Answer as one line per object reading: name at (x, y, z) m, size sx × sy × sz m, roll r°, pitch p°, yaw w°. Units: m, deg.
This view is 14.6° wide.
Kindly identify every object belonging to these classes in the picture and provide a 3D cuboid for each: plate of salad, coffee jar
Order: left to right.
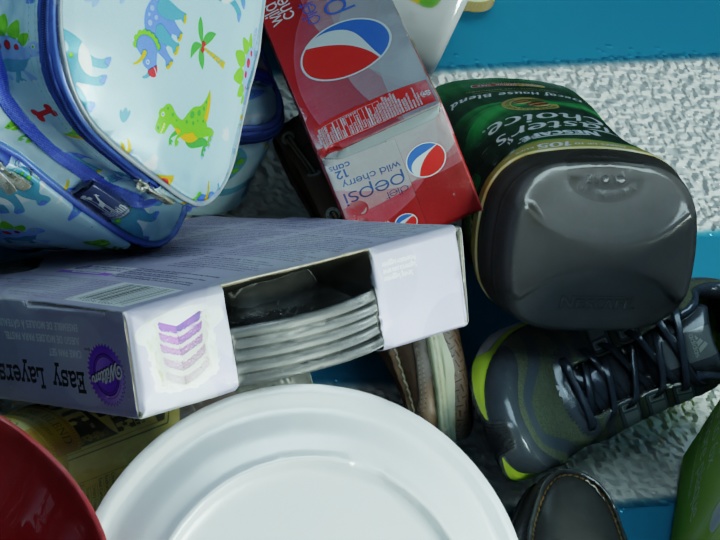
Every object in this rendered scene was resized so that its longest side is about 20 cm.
plate of salad at (-0.025, 0.147, 1.160) m, size 0.200 × 0.048 × 0.200 m, roll 1°, pitch 86°, yaw -17°
coffee jar at (0.091, -0.034, 1.375) m, size 0.104 × 0.085 × 0.200 m, roll 1°, pitch 16°, yaw -14°

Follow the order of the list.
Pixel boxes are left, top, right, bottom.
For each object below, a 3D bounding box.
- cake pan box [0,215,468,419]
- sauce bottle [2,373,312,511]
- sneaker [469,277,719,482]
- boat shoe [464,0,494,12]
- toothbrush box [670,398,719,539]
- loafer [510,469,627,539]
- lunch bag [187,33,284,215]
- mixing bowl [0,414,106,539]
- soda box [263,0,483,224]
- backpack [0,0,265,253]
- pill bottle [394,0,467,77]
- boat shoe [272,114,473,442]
cake pan box at (-0.079, 0.015, 1.232) m, size 0.184 × 0.052 × 0.200 m, roll -17°, pitch 13°, yaw -39°
sauce bottle at (-0.106, 0.077, 1.234) m, size 0.200 × 0.066 × 0.066 m, roll -22°, pitch 60°, yaw -43°
sneaker at (0.127, 0.042, 1.358) m, size 0.200 × 0.081 × 0.074 m, roll -29°, pitch 98°, yaw -47°
boat shoe at (0.049, -0.238, 1.645) m, size 0.074 × 0.066 × 0.200 m, roll 3°, pitch 46°, yaw -26°
toothbrush box at (0.218, 0.085, 1.293) m, size 0.086 × 0.200 × 0.146 m, roll 23°, pitch 41°, yaw -6°
loafer at (0.105, 0.159, 1.252) m, size 0.073 × 0.072 × 0.200 m, roll 12°, pitch 42°, yaw -15°
lunch bag at (-0.144, -0.101, 1.388) m, size 0.200 × 0.082 × 0.161 m, roll 1°, pitch 49°, yaw -26°
mixing bowl at (-0.203, 0.137, 1.073) m, size 0.200 × 0.108 × 0.200 m, roll 14°, pitch 36°, yaw -11°
soda box at (-0.004, -0.095, 1.352) m, size 0.063 × 0.070 × 0.200 m, roll -22°, pitch 39°, yaw 1°
backpack at (-0.140, -0.116, 1.204) m, size 0.200 × 0.147 × 0.183 m, roll 30°, pitch 64°, yaw -46°
pill bottle at (-0.034, -0.184, 1.509) m, size 0.200 × 0.111 × 0.111 m, roll 26°, pitch 40°, yaw -1°
boat shoe at (0.001, 0.003, 1.377) m, size 0.075 × 0.075 × 0.202 m, roll -14°, pitch 54°, yaw -1°
